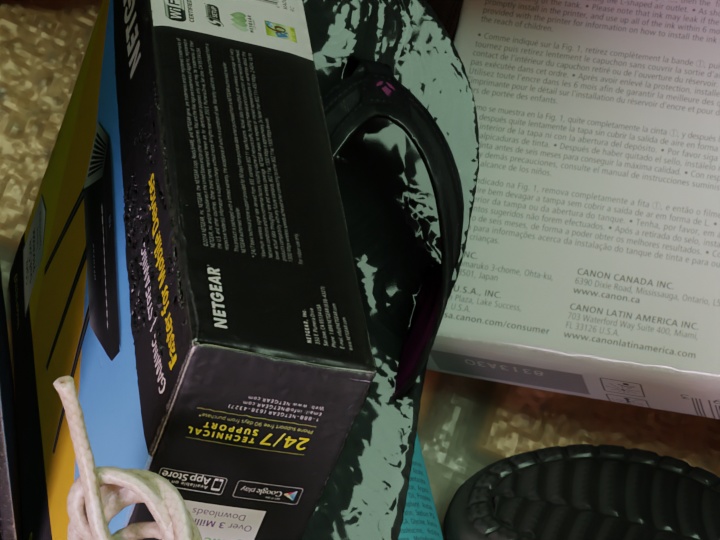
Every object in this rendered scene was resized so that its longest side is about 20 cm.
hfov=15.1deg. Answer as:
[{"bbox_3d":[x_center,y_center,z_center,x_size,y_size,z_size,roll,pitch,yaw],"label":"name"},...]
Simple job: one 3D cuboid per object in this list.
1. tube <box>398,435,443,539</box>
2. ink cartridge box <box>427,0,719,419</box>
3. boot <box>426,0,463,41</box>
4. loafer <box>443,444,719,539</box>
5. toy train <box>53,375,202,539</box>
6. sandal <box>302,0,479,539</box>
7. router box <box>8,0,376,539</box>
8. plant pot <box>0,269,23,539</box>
[{"bbox_3d":[-0.011,0.056,0.840,0.077,0.050,0.200,-4,64,-25],"label":"tube"},{"bbox_3d":[0.109,-0.055,0.852,0.161,0.050,0.200,9,72,16],"label":"ink cartridge box"},{"bbox_3d":[0.014,-0.141,0.926,0.131,0.070,0.200,2,63,-15],"label":"boot"},{"bbox_3d":[0.119,0.115,0.843,0.200,0.071,0.073,16,34,7],"label":"loafer"},{"bbox_3d":[0.002,0.098,0.646,0.116,0.085,0.200,-26,110,-37],"label":"toy train"},{"bbox_3d":[0.001,0.001,0.795,0.075,0.048,0.201,11,75,-20],"label":"sandal"},{"bbox_3d":[-0.053,0.014,0.738,0.051,0.149,0.200,11,36,-17],"label":"router box"},{"bbox_3d":[-0.186,-0.038,0.716,0.199,0.200,0.178,2,51,-2],"label":"plant pot"}]
